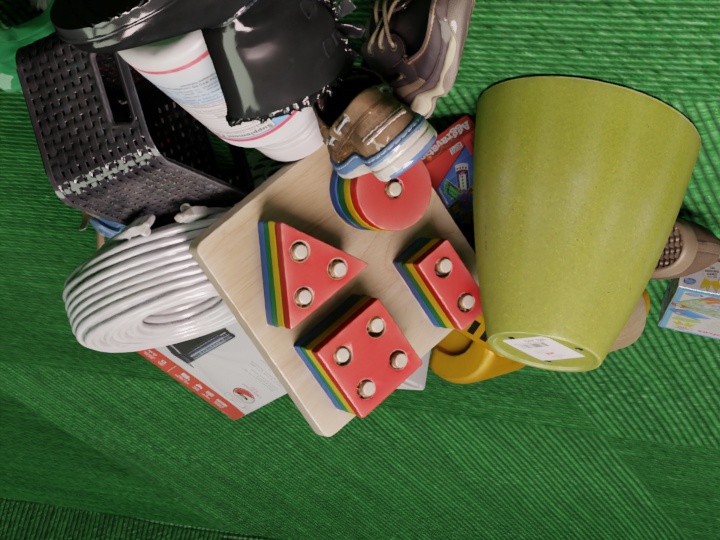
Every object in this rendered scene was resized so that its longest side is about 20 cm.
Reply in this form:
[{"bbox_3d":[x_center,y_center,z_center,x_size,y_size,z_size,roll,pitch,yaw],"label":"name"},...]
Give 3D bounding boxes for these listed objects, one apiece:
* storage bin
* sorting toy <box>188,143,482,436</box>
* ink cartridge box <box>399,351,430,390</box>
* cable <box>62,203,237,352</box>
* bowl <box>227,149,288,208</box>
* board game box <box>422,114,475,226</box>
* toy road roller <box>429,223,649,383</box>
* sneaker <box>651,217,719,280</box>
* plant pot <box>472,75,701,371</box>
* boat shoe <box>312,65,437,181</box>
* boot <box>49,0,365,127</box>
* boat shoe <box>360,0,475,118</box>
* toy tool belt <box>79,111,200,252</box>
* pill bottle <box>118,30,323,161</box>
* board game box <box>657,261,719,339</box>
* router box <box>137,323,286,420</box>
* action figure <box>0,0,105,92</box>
[{"bbox_3d":[-0.178,-0.117,1.634,0.094,0.135,0.200,-22,165,16],"label":"storage bin"},{"bbox_3d":[0.000,0.000,1.648,0.199,0.200,0.070,56,160,-18],"label":"sorting toy"},{"bbox_3d":[-0.028,0.039,2.069,0.200,0.147,0.086,1,165,34],"label":"ink cartridge box"},{"bbox_3d":[-0.151,0.010,1.723,0.200,0.069,0.200,-4,161,-47],"label":"cable"},{"bbox_3d":[-0.057,-0.060,1.842,0.200,0.094,0.201,-9,157,-4],"label":"bowl"},{"bbox_3d":[0.077,-0.060,1.798,0.019,0.103,0.200,54,180,26],"label":"board game box"},{"bbox_3d":[0.143,0.045,1.810,0.200,0.146,0.123,32,-150,35],"label":"toy road roller"},{"bbox_3d":[0.238,-0.014,1.853,0.075,0.071,0.200,9,177,-43],"label":"sneaker"},{"bbox_3d":[0.166,-0.027,1.650,0.187,0.200,0.187,12,162,4],"label":"plant pot"},{"bbox_3d":[0.003,-0.117,1.530,0.072,0.072,0.200,50,171,-12],"label":"boat shoe"},{"bbox_3d":[-0.102,-0.168,1.434,0.073,0.198,0.163,48,167,44],"label":"boot"},{"bbox_3d":[0.036,-0.167,1.524,0.073,0.075,0.200,15,161,-5],"label":"boat shoe"},{"bbox_3d":[-0.206,-0.077,1.889,0.125,0.123,0.200,18,161,-15],"label":"toy tool belt"},{"bbox_3d":[-0.097,-0.163,1.576,0.109,0.109,0.200,2,159,31],"label":"pill bottle"},{"bbox_3d":[0.396,0.041,1.961,0.200,0.034,0.134,12,162,3],"label":"board game box"},{"bbox_3d":[-0.147,0.050,1.971,0.200,0.049,0.179,37,145,-17],"label":"router box"},{"bbox_3d":[-0.244,-0.195,1.674,0.118,0.055,0.200,24,152,-26],"label":"action figure"}]
